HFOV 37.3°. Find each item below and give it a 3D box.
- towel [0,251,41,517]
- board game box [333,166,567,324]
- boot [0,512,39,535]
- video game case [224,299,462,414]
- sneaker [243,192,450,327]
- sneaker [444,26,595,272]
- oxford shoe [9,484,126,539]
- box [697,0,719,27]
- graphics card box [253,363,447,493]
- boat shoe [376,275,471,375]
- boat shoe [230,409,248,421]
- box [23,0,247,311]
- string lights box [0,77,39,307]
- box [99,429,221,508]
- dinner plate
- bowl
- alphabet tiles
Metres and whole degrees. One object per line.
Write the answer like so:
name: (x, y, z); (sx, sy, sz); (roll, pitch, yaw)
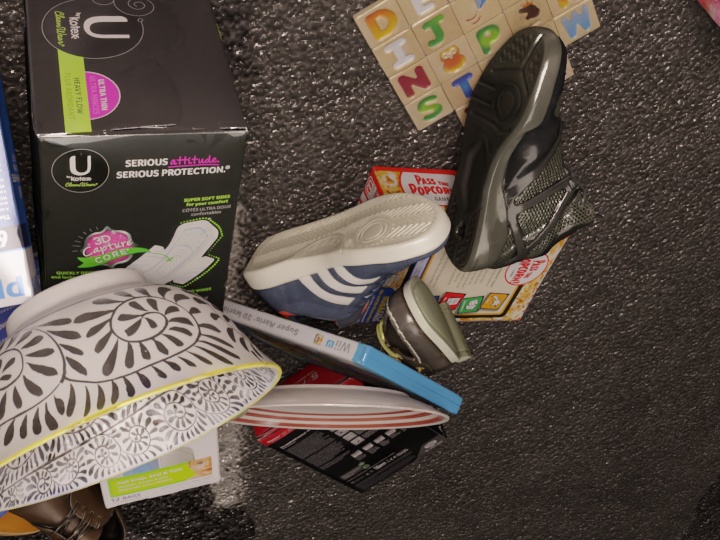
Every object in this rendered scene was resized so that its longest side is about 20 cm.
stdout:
towel: (-0.262, 0.092, 0.803); (0.024, 0.145, 0.203); (12, 106, 8)
board game box: (0.082, -0.018, 0.958); (0.197, 0.047, 0.152); (1, 136, -25)
boot: (-0.310, 0.167, 0.974); (0.143, 0.071, 0.201); (-35, 141, 10)
video game case: (-0.026, 0.072, 0.919); (0.143, 0.198, 0.018); (33, 76, -46)
sneaker: (0.000, 0.000, 0.865); (0.198, 0.075, 0.085); (-11, 125, 40)
sneaker: (0.140, -0.094, 0.849); (0.113, 0.076, 0.202); (-4, 119, -29)
oxford shoe: (-0.263, 0.206, 0.949); (0.073, 0.084, 0.200); (-43, 150, -1)
box: (0.359, -0.231, 0.800); (0.197, 0.095, 0.103); (-4, 138, -22)
graphics card box: (-0.009, 0.160, 1.120); (0.125, 0.051, 0.200); (-35, 138, 16)
boat shoe: (0.048, 0.056, 0.896); (0.060, 0.072, 0.201); (-25, 164, 8)
boat shoe: (-0.158, 0.047, 0.810); (0.072, 0.200, 0.062); (-48, 152, 15)
box: (-0.156, -0.064, 0.710); (0.123, 0.150, 0.201); (-4, 140, -19)
string lights box: (-0.259, -0.073, 0.629); (0.101, 0.059, 0.203); (-10, 97, -13)
box: (-0.187, 0.102, 0.928); (0.111, 0.102, 0.201); (-10, 140, -15)
dinner plate: (-0.024, 0.115, 0.893); (0.197, 0.025, 0.200); (2, 167, 0)
bowl: (-0.156, 0.061, 0.641); (0.199, 0.095, 0.201); (-25, 166, -6)
alphabet tiles: (0.091, -0.186, 0.799); (0.165, 0.006, 0.200); (-28, 141, 9)
